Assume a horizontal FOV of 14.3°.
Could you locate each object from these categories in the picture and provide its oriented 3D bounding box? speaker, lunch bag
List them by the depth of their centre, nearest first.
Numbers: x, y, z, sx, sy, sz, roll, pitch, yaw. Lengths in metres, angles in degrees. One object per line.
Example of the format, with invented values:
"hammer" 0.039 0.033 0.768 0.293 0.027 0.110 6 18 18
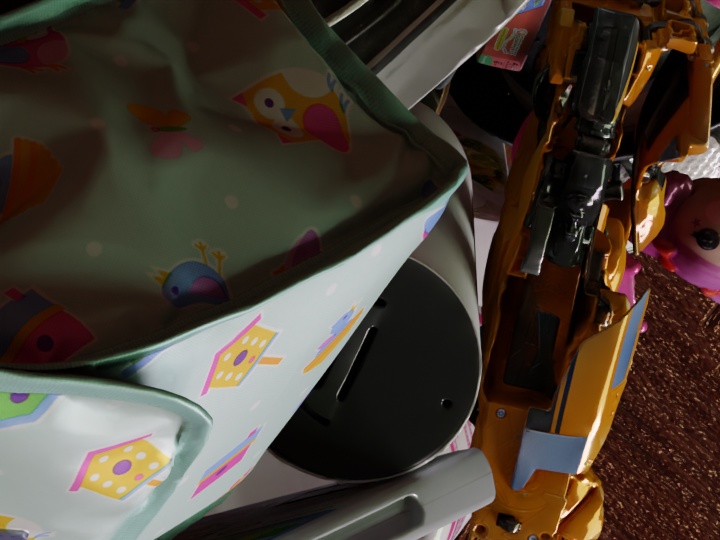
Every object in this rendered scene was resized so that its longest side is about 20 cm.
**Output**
"lunch bag" -0.092 0.025 0.720 0.200 0.122 0.171 -34 166 -45
"speaker" 0.000 0.000 0.974 0.081 0.081 0.200 -53 -171 14

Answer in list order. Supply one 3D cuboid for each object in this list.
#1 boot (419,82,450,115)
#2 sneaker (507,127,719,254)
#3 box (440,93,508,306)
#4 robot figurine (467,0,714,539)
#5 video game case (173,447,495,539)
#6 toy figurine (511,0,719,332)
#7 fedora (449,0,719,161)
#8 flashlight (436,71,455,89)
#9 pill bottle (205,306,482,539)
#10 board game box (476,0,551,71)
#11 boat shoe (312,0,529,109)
"boot" -0.018 -0.043 1.176 0.175 0.066 0.200 -46 177 13
"sneaker" 0.082 -0.015 1.264 0.199 0.076 0.088 -25 -159 18
"box" 0.038 -0.044 1.204 0.200 0.039 0.042 -91 -164 -68
"robot figurine" 0.075 -0.015 0.961 0.145 0.058 0.201 -83 -175 -68
"video game case" -0.082 0.106 0.907 0.199 0.022 0.182 -17 -179 34
"toy figurine" 0.145 -0.051 1.088 0.184 0.200 0.150 -49 -148 23
"fedora" 0.105 -0.146 1.171 0.201 0.200 0.092 -51 143 -8
"flashlight" 0.030 -0.134 0.951 0.068 0.068 0.200 -24 160 -29
"pill bottle" 0.001 0.061 1.128 0.114 0.113 0.200 -53 176 17
"board game box" 0.075 -0.171 0.970 0.200 0.019 0.103 112 -13 -51
"boat shoe" 0.006 -0.089 0.898 0.200 0.064 0.071 -41 -169 22
